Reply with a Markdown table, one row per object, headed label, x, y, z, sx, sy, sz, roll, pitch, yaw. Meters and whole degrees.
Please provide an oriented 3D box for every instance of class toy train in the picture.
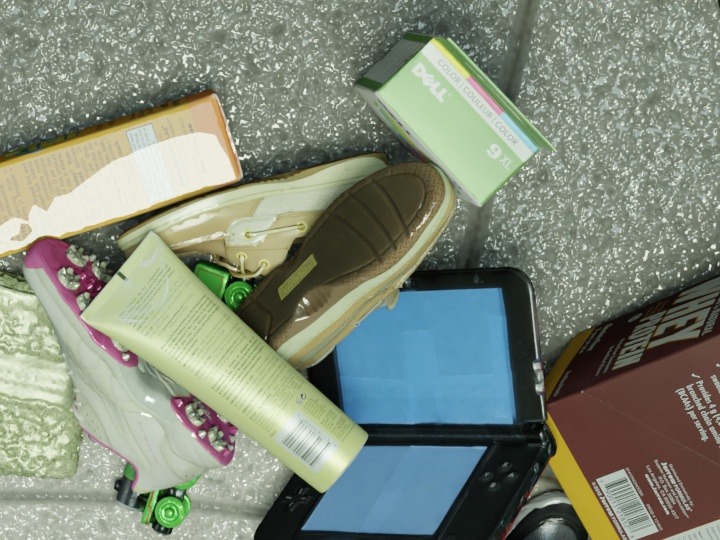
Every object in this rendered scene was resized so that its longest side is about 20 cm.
| label | x | y | z | sx | sy | sz | roll | pitch | yaw |
| --- | --- | --- | --- | --- | --- | --- | --- | --- | --- |
| toy train | -0.123 | 0.088 | 1.600 | 0.056 | 0.042 | 0.201 | 19 | 95 | 2 |

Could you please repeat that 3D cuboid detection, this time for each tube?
| label | x | y | z | sx | sy | sz | roll | pitch | yaw |
| --- | --- | --- | --- | --- | --- | --- | --- | --- | --- |
| tube | -0.085 | 0.065 | 1.499 | 0.200 | 0.058 | 0.052 | 39 | 119 | -4 |

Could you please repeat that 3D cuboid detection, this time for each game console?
| label | x | y | z | sx | sy | sz | roll | pitch | yaw |
| --- | --- | --- | --- | --- | --- | --- | --- | --- | --- |
| game console | 0.019 | 0.099 | 1.530 | 0.173 | 0.199 | 0.119 | -54 | 128 | -39 |

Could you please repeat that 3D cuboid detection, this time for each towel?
| label | x | y | z | sx | sy | sz | roll | pitch | yaw |
| --- | --- | --- | --- | --- | --- | --- | --- | --- | --- |
| towel | -0.283 | 0.066 | 1.581 | 0.199 | 0.036 | 0.149 | 12 | 97 | -7 |

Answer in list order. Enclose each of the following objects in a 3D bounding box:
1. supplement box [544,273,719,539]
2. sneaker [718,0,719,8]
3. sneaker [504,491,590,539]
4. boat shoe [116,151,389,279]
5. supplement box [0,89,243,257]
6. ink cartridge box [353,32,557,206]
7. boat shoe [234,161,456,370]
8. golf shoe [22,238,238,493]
| label | x | y | z | sx | sy | sz | roll | pitch | yaw |
| --- | --- | --- | --- | --- | --- | --- | --- | --- | --- |
| supplement box | 0.256 | 0.118 | 1.554 | 0.199 | 0.133 | 0.198 | -25 | 101 | 30 |
| sneaker | 0.321 | -0.170 | 1.596 | 0.114 | 0.076 | 0.201 | -24 | 102 | -4 |
| sneaker | 0.114 | 0.258 | 1.606 | 0.075 | 0.114 | 0.201 | 29 | 94 | -16 |
| boat shoe | -0.067 | -0.028 | 1.561 | 0.199 | 0.074 | 0.067 | -16 | 90 | -11 |
| supplement box | -0.184 | -0.065 | 1.559 | 0.199 | 0.067 | 0.069 | -20 | 99 | -4 |
| ink cartridge box | 0.059 | -0.101 | 1.511 | 0.059 | 0.200 | 0.104 | -43 | 99 | 0 |
| boat shoe | 0.000 | 0.000 | 1.527 | 0.076 | 0.072 | 0.200 | 20 | 132 | -43 |
| golf shoe | -0.173 | 0.071 | 1.539 | 0.091 | 0.075 | 0.200 | -33 | 102 | 25 |
